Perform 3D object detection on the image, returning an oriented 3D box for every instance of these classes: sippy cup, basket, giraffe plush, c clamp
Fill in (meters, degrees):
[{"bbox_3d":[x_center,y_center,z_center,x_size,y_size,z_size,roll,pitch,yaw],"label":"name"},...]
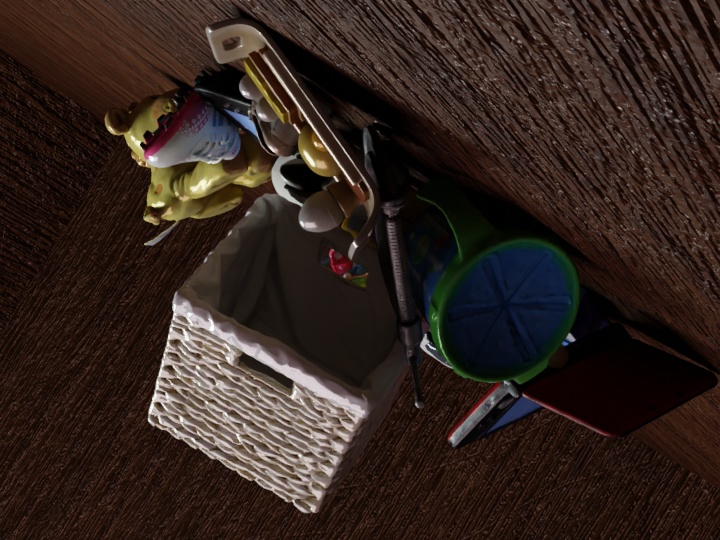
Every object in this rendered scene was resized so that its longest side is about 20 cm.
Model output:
[{"bbox_3d":[0.099,0.006,1.436,0.139,0.179,0.130,1,-156,-26],"label":"sippy cup"},{"bbox_3d":[-0.059,0.072,1.511,0.197,0.162,0.200,28,-141,7],"label":"basket"},{"bbox_3d":[-0.221,-0.152,2.072,0.163,0.199,0.173,60,-174,10],"label":"giraffe plush"},{"bbox_3d":[0.031,-0.014,1.398,0.171,0.027,0.201,-106,6,-64],"label":"c clamp"}]

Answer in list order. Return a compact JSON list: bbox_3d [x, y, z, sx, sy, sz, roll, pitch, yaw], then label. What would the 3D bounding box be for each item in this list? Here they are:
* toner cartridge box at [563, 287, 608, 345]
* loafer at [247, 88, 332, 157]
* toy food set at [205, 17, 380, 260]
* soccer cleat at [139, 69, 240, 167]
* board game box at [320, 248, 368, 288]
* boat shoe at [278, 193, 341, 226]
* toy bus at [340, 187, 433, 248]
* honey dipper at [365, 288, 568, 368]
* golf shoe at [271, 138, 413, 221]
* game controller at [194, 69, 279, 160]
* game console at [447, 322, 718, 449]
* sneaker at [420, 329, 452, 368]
[{"bbox_3d":[0.193,0.035,1.697,0.095,0.043,0.200,30,177,20],"label":"toner cartridge box"},{"bbox_3d":[-0.072,-0.130,1.484,0.072,0.063,0.200,32,177,-8],"label":"loafer"},{"bbox_3d":[-0.054,-0.100,1.310,0.201,0.060,0.144,55,177,2],"label":"toy food set"},{"bbox_3d":[-0.158,-0.139,1.695,0.086,0.070,0.200,47,-156,-12],"label":"soccer cleat"},{"bbox_3d":[0.000,0.000,1.673,0.200,0.158,0.039,28,149,54],"label":"board game box"},{"bbox_3d":[-0.044,-0.057,1.708,0.200,0.072,0.073,-81,-24,-70],"label":"boat shoe"},{"bbox_3d":[0.052,-0.035,1.592,0.199,0.079,0.065,27,175,32],"label":"toy bus"},{"bbox_3d":[0.099,0.051,1.572,0.199,0.038,0.038,19,175,13],"label":"honey dipper"},{"bbox_3d":[-0.041,-0.092,1.543,0.097,0.079,0.199,14,179,-34],"label":"golf shoe"},{"bbox_3d":[-0.085,-0.141,1.680,0.104,0.042,0.200,31,178,30],"label":"game controller"},{"bbox_3d":[0.213,0.134,1.614,0.199,0.173,0.119,-18,-116,-47],"label":"game console"},{"bbox_3d":[0.127,0.073,1.664,0.198,0.080,0.130,30,-178,-20],"label":"sneaker"}]
